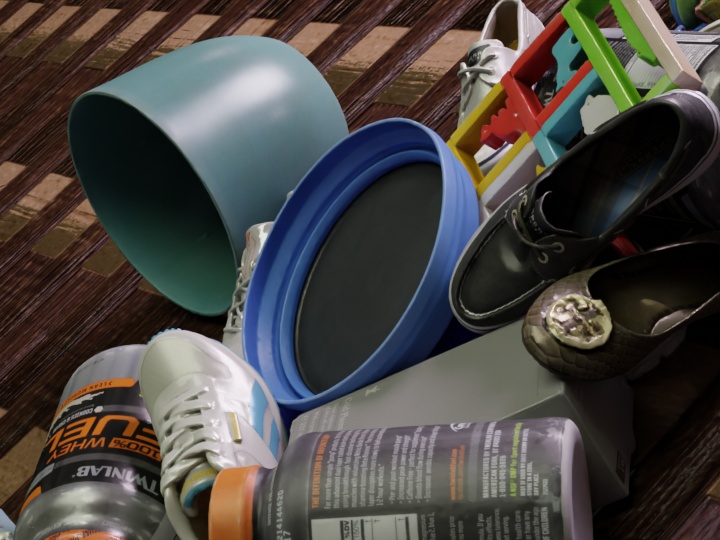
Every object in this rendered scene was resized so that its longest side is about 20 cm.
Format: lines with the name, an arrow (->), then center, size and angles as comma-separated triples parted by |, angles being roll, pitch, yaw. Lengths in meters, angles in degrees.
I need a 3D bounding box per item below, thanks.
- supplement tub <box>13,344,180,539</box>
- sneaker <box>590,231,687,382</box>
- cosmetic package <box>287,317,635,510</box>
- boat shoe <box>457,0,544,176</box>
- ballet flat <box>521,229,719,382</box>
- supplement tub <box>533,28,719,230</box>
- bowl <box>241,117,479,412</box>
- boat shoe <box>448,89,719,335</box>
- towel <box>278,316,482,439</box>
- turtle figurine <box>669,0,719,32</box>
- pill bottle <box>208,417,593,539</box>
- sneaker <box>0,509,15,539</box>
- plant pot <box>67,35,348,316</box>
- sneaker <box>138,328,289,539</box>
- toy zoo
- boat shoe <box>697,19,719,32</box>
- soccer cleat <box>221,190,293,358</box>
supplement tub -> -0.156, 0.151, 1.351 | 0.122, 0.123, 0.201 | -25, 28, 21
sneaker -> 0.143, -0.008, 1.295 | 0.077, 0.085, 0.200 | -36, 26, -2
cosmetic package -> 0.056, 0.107, 1.209 | 0.199, 0.090, 0.107 | -28, 23, 21
boat shoe -> 0.102, -0.142, 1.587 | 0.071, 0.070, 0.201 | -17, 31, 34
ballet flat -> 0.172, 0.011, 1.175 | 0.199, 0.068, 0.046 | -17, -27, -36
supplement tub -> 0.209, -0.088, 1.290 | 0.123, 0.123, 0.199 | -46, 30, -20
bowl -> 0.000, 0.000, 1.328 | 0.200, 0.039, 0.202 | -35, 41, 36
boat shoe -> 0.121, -0.033, 1.189 | 0.200, 0.070, 0.066 | -36, -16, 22
towel -> 0.021, 0.048, 1.356 | 0.200, 0.050, 0.148 | -44, 24, 7
turtle figurine -> 0.302, -0.240, 1.426 | 0.193, 0.144, 0.200 | 4, 50, 48
pill bottle -> 0.021, 0.136, 1.110 | 0.198, 0.107, 0.107 | -4, 35, 13
sneaker -> -0.271, 0.186, 1.424 | 0.080, 0.131, 0.200 | -44, 27, -20
plant pot -> -0.105, -0.091, 1.627 | 0.161, 0.202, 0.200 | -36, 23, -28
sneaker -> -0.088, 0.115, 1.266 | 0.076, 0.081, 0.201 | -37, 61, 14
toy zoo -> 0.117, -0.083, 1.281 | 0.200, 0.020, 0.132 | -49, 37, 23
boat shoe -> 0.275, -0.124, 1.342 | 0.201, 0.072, 0.060 | 4, 38, 48
soccer cleat -> -0.064, 0.014, 1.484 | 0.068, 0.085, 0.200 | -20, 20, 39
